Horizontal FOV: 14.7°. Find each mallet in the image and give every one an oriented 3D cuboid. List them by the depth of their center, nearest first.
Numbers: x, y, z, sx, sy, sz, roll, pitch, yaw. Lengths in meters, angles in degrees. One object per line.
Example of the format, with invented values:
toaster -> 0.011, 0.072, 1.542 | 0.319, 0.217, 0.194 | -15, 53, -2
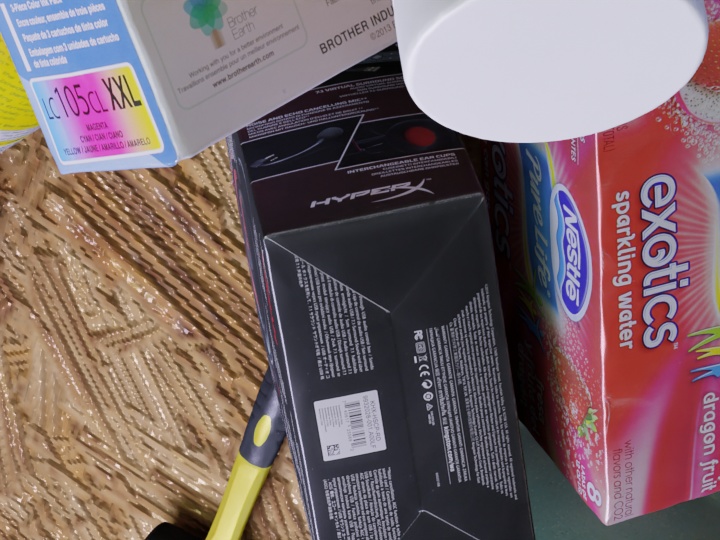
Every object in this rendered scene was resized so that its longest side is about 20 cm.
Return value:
mallet -> -0.054, 0.077, 1.158 | 0.066, 0.041, 0.200 | 24, 126, 15

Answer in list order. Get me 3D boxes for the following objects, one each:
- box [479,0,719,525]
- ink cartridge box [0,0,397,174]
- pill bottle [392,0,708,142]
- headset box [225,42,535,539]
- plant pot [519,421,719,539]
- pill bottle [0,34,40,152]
box -> 0.101, -0.031, 0.909 | 0.095, 0.099, 0.200 | -129, 29, -53
ink cartridge box -> -0.063, -0.148, 0.862 | 0.076, 0.136, 0.200 | -2, 114, 49
pill bottle -> 0.041, -0.141, 0.785 | 0.111, 0.200, 0.111 | -5, 151, -3
headset box -> 0.000, 0.000, 0.976 | 0.075, 0.200, 0.149 | -11, 118, -4
plant pot -> 0.069, 0.167, 1.063 | 0.200, 0.134, 0.201 | 17, 128, 24
pill bottle -> -0.109, -0.121, 1.010 | 0.200, 0.109, 0.109 | -27, 102, 43
